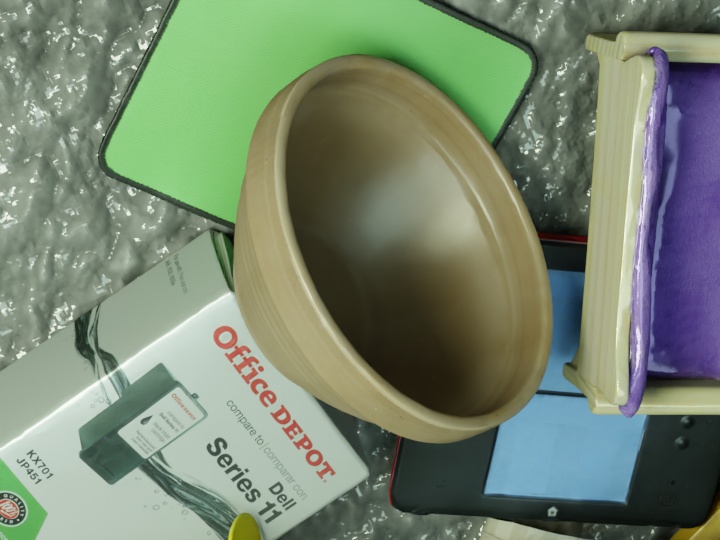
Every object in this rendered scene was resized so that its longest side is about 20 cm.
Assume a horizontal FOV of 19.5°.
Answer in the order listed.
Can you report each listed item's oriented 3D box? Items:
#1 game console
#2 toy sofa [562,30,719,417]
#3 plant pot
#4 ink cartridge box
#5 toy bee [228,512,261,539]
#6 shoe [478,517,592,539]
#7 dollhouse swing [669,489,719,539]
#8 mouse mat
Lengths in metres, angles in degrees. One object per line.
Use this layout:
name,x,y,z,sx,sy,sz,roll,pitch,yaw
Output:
game console,0.124,0.064,1.193,0.198,0.031,0.178,5,109,-13
toy sofa,0.164,-0.024,1.104,0.082,0.098,0.202,1,100,-12
plant pot,0.000,0.000,1.067,0.092,0.202,0.201,-27,123,36
ink cartridge box,-0.115,0.096,1.134,0.199,0.083,0.147,-35,117,4
toy bee,-0.036,0.205,1.107,0.198,0.109,0.132,17,90,1
shoe,0.149,0.172,1.188,0.198,0.054,0.070,0,157,31
dollhouse swing,0.235,0.260,1.250,0.175,0.182,0.200,-38,117,20
mouse mat,-0.021,-0.084,1.111,0.199,0.008,0.162,23,109,-20
